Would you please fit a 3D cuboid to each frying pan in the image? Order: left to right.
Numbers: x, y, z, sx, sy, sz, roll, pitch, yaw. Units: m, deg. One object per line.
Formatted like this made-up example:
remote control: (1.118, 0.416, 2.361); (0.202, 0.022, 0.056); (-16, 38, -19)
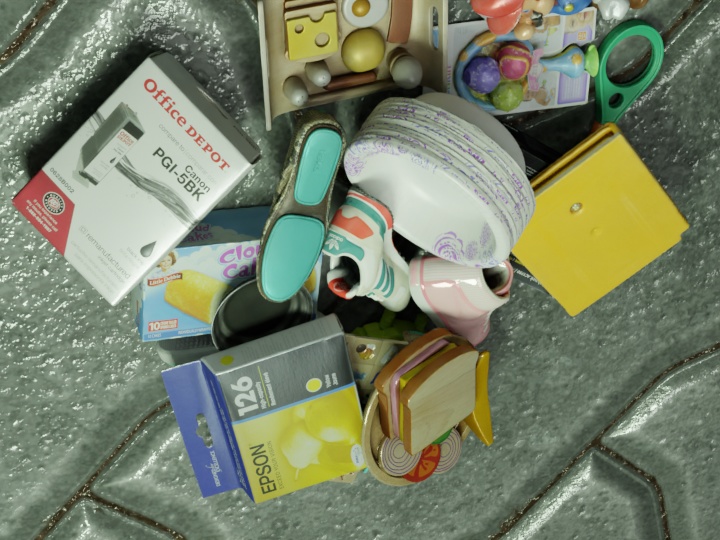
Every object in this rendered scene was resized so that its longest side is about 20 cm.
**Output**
frying pan: (-0.092, 0.071, 1.523); (0.114, 0.031, 0.191); (-32, 136, 0)

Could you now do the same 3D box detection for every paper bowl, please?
paper bowl: (0.090, -0.102, 1.454); (0.105, 0.199, 0.201); (-55, 132, -20)

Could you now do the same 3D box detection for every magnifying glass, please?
magnifying glass: (0.284, -0.188, 1.599); (0.078, 0.022, 0.202); (3, 120, -25)

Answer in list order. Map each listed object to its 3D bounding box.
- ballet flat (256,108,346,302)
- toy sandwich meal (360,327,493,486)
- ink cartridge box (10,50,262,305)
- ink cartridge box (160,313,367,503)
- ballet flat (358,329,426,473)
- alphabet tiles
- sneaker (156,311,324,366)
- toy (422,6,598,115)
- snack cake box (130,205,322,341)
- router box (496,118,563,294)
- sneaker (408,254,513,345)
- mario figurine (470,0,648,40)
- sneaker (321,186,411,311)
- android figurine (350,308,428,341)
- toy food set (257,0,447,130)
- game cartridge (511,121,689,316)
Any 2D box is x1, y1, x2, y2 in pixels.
ballet flat: (-0.063, -0.069, 1.441); (0.067, 0.075, 0.203); (10, 110, -19)
toy sandwich meal: (0.083, 0.159, 1.571); (0.203, 0.070, 0.208); (-21, 124, -34)
ink cartridge box: (-0.215, -0.091, 1.371); (0.147, 0.083, 0.200); (45, 100, -6)
ink cartridge box: (-0.097, 0.162, 1.538); (0.197, 0.047, 0.200); (-19, 128, -8)
ballet flat: (0.028, 0.148, 1.653); (0.065, 0.071, 0.201); (29, 110, -7)
alphabet tiles: (-0.022, 0.157, 1.591); (0.164, 0.006, 0.202); (9, 119, -23)
sneaker: (-0.133, 0.115, 1.590); (0.198, 0.074, 0.120); (-6, 119, -23)
toy: (0.165, -0.211, 1.511); (0.197, 0.047, 0.117); (-11, 125, -17)
snack cake box: (-0.144, 0.000, 1.513); (0.197, 0.067, 0.116); (-7, 126, -20)
router box: (0.185, -0.068, 1.605); (0.198, 0.051, 0.149); (24, 120, -33)
sneaker: (0.136, 0.032, 1.604); (0.103, 0.076, 0.200); (-10, 155, 21)
mario figurine: (0.197, -0.269, 1.438); (0.198, 0.107, 0.124); (-9, 156, -30)
sneaker: (0.000, 0.000, 1.536); (0.094, 0.070, 0.201); (-53, 151, -21)
android figurine: (0.021, 0.133, 1.695); (0.180, 0.041, 0.202); (6, 121, -27)
toy food set: (-0.007, -0.224, 1.419); (0.197, 0.061, 0.145); (-14, 128, -15)
game cartridge: (0.259, -0.053, 1.586); (0.175, 0.033, 0.200); (-36, 134, 12)
